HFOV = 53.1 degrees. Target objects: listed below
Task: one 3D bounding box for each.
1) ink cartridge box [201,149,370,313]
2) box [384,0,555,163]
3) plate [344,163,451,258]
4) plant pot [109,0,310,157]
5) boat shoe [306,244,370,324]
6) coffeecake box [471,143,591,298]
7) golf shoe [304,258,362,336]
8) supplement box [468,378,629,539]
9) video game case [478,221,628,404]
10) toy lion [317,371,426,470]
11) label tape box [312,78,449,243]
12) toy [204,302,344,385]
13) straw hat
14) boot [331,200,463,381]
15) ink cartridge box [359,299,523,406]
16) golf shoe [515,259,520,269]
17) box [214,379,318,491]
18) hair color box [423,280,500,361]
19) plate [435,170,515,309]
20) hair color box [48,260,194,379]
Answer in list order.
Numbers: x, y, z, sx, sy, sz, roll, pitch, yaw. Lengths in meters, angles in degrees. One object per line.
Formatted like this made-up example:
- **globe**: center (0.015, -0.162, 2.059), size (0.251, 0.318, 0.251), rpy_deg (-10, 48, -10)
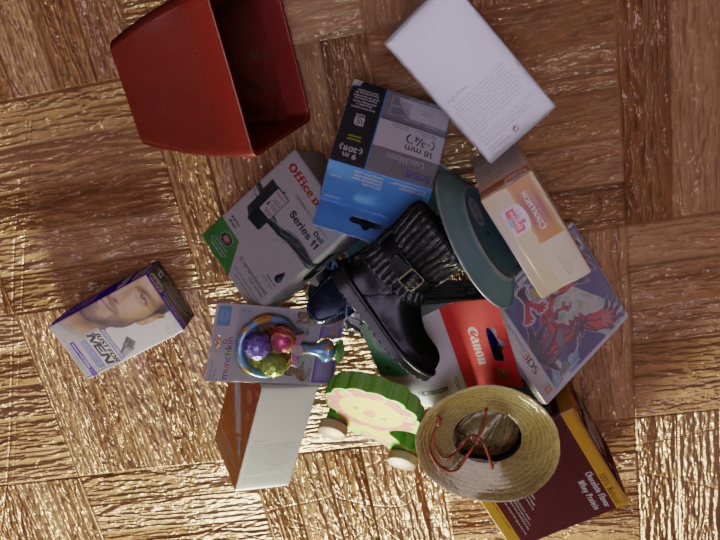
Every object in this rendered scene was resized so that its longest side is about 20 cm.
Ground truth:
- **ink cartridge box**: center (-0.106, -0.057, 1.038), size (0.200, 0.083, 0.147), rpy_deg (-39, 81, 19)
- **box**: center (0.137, -0.260, 0.920), size (0.106, 0.152, 0.200), rpy_deg (-40, 104, 19)
- **plate**: center (0.066, -0.068, 1.046), size (0.198, 0.026, 0.202), rpy_deg (2, 96, 14)
- **plant pot**: center (-0.200, -0.258, 0.941), size (0.175, 0.200, 0.201), rpy_deg (-5, 113, 21)
- **boat shoe**: center (0.000, 0.000, 1.004), size (0.200, 0.069, 0.084), rpy_deg (-43, 82, 6)
- **coffeecake box**: center (0.221, -0.079, 0.961), size (0.073, 0.200, 0.154), rpy_deg (-30, 107, 16)
- **golf shoe**: center (0.000, 0.069, 1.122), size (0.200, 0.078, 0.094), rpy_deg (44, 128, -12)
- **supplement box**: center (0.280, 0.295, 1.147), size (0.199, 0.133, 0.198), rpy_deg (-29, 107, 16)
- **video game case**: center (0.286, 0.061, 1.051), size (0.200, 0.023, 0.183), rpy_deg (-41, 107, -18)
- **toy lion**: center (0.034, 0.215, 1.066), size (0.199, 0.069, 0.192), rpy_deg (27, 147, -12)
- **label tape box**: center (0.031, -0.141, 0.962), size (0.143, 0.201, 0.063), rpy_deg (16, 157, -2)
- **toy**: center (-0.112, 0.113, 1.026), size (0.199, 0.047, 0.116), rpy_deg (5, 101, -30)
- **straw hat**: center (0.181, 0.228, 1.033), size (0.199, 0.085, 0.203), rpy_deg (4, 110, 10)
- **boot**: center (0.080, 0.031, 0.931), size (0.157, 0.080, 0.211), rpy_deg (-35, 111, 11)
- **ink cartridge box**: center (0.115, 0.123, 1.032), size (0.199, 0.050, 0.162), rpy_deg (-5, 122, 30)
- **golf shoe**: center (0.248, 0.073, 1.081), size (0.072, 0.092, 0.201), rpy_deg (-17, 109, 13)
- **box**: center (-0.154, 0.229, 1.149), size (0.097, 0.124, 0.201), rpy_deg (3, 116, -30)
- **hair color box**: center (0.151, 0.116, 1.099), size (0.108, 0.065, 0.201), rpy_deg (-2, 118, 23)
- **plate**: center (0.161, -0.047, 0.946), size (0.025, 0.200, 0.201), rpy_deg (-26, 109, 27)
- **hair color box**: center (-0.383, 0.081, 1.158), size (0.199, 0.065, 0.110), rpy_deg (-27, 107, 13)
